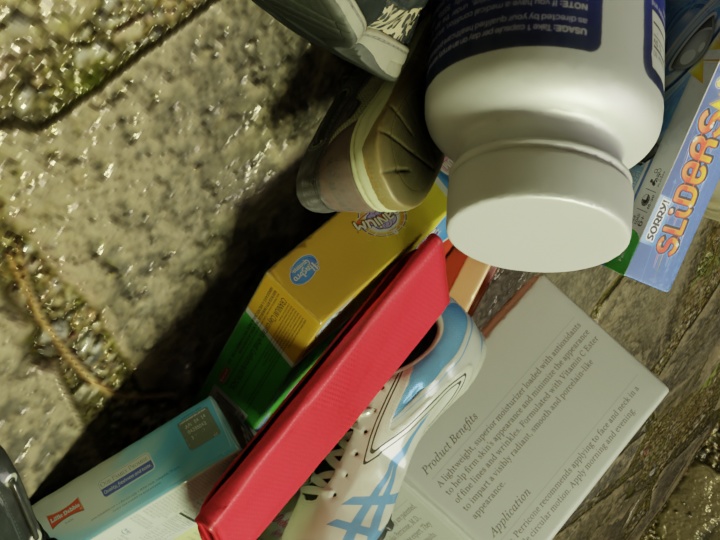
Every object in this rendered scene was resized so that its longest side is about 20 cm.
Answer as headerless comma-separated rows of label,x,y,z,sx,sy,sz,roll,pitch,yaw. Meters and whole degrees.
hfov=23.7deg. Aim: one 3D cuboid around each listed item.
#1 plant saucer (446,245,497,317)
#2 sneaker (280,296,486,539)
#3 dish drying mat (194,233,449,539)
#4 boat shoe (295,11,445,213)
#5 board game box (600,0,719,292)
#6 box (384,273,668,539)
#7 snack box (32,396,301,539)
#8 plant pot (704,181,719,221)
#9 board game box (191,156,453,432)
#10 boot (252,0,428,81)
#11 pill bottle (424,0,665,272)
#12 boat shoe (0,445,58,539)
plant saucer,0.084,-0.020,1.167,0.200,0.032,0.200,-61,174,-10
sneaker,0.000,0.096,0.979,0.072,0.072,0.200,-5,-131,59
dish drying mat,-0.018,0.069,0.910,0.200,0.018,0.077,-51,156,-21
boat shoe,0.017,-0.089,0.919,0.201,0.066,0.072,-60,136,-56
board game box,0.154,-0.103,0.916,0.034,0.135,0.200,19,96,-32
box,0.087,0.140,1.252,0.199,0.131,0.200,-46,176,-28
snack box,-0.097,0.136,0.967,0.116,0.037,0.200,-31,159,1
plant pot,0.239,-0.134,1.222,0.183,0.200,0.201,-1,122,-53
board game box,0.000,0.000,0.988,0.200,0.040,0.153,-42,171,-36
boot,0.011,-0.175,0.762,0.154,0.073,0.204,-60,166,1
pill bottle,0.093,-0.108,0.862,0.120,0.120,0.200,72,22,-65
boat shoe,-0.170,0.143,0.824,0.057,0.069,0.200,-49,157,-22
